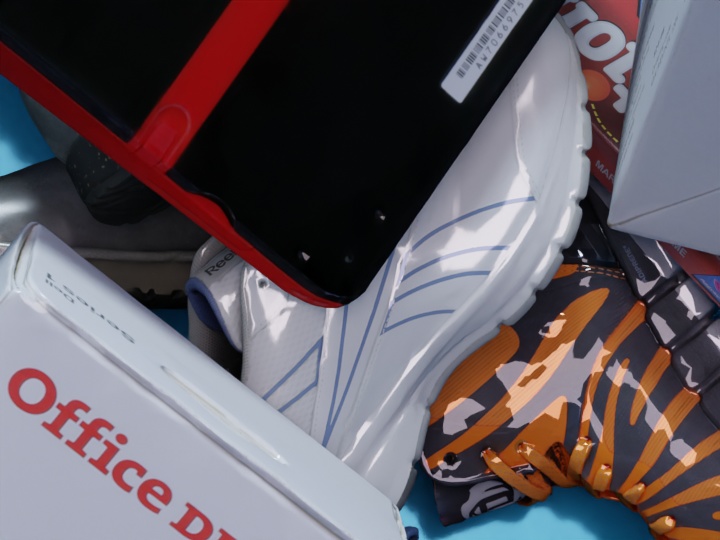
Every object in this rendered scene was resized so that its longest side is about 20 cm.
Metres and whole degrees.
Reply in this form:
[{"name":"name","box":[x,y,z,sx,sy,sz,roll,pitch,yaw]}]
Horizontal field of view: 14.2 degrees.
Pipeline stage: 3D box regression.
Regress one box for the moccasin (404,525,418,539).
[{"name":"moccasin","box":[0.032,0.116,0.895,0.199,0.081,0.068,-1,120,6]}]

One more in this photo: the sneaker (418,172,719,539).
[{"name":"sneaker","box":[0.084,0.070,0.928,0.112,0.078,0.200,-31,72,-4]}]

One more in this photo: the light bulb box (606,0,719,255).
[{"name":"light bulb box","box":[0.164,-0.132,0.866,0.124,0.199,0.201,14,51,-2]}]

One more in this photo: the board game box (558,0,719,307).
[{"name":"board game box","box":[0.124,-0.042,0.931,0.103,0.019,0.200,-31,70,-33]}]

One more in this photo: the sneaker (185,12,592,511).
[{"name":"sneaker","box":[0.000,0.000,0.876,0.087,0.074,0.200,32,84,-28]}]

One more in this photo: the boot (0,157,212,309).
[{"name":"boot","box":[-0.063,-0.088,0.942,0.181,0.073,0.201,0,86,-19]}]

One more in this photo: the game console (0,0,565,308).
[{"name":"game console","box":[-0.014,-0.114,0.818,0.177,0.031,0.200,38,84,-29]}]

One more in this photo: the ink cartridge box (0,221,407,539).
[{"name":"ink cartridge box","box":[-0.100,0.109,0.823,0.146,0.084,0.200,39,100,-12]}]

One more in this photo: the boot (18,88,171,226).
[{"name":"boot","box":[-0.036,-0.116,0.891,0.200,0.068,0.131,-31,76,-12]}]
